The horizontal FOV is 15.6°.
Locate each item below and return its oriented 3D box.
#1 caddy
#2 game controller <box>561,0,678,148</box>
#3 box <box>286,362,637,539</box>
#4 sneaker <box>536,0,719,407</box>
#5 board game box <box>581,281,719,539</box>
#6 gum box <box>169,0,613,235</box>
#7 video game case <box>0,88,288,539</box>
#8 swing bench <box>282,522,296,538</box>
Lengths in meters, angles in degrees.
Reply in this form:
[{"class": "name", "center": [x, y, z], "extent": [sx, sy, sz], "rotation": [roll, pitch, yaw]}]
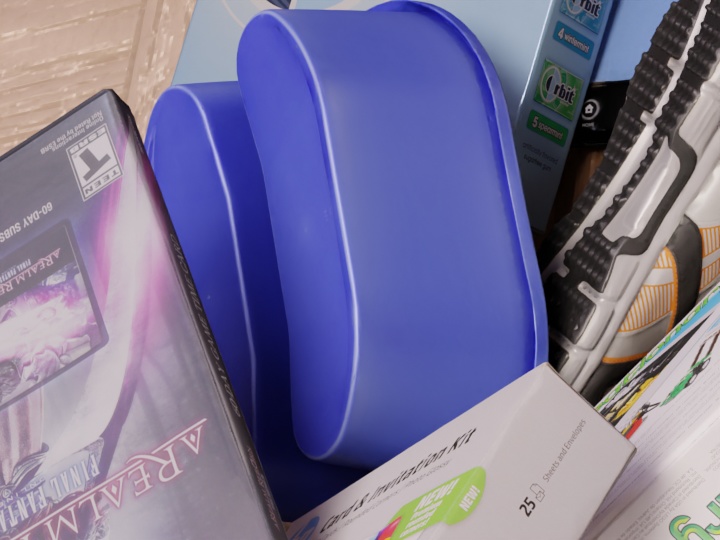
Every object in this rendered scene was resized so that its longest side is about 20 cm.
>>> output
[{"class": "caddy", "center": [0.000, 0.000, 0.934], "extent": [0.141, 0.104, 0.201], "rotation": [-32, 61, 51]}, {"class": "game controller", "center": [0.098, -0.098, 1.016], "extent": [0.199, 0.042, 0.105], "rotation": [-3, 60, 35]}, {"class": "box", "center": [-0.020, 0.129, 0.725], "extent": [0.200, 0.041, 0.156], "rotation": [-52, 8, -36]}, {"class": "sneaker", "center": [0.111, -0.003, 0.927], "extent": [0.201, 0.080, 0.074], "rotation": [-59, 23, 13]}, {"class": "board game box", "center": [0.096, 0.058, 0.812], "extent": [0.200, 0.035, 0.126], "rotation": [-47, 5, 20]}, {"class": "gum box", "center": [0.022, -0.129, 1.033], "extent": [0.169, 0.044, 0.201], "rotation": [14, 86, 36]}, {"class": "video game case", "center": [-0.105, 0.054, 0.786], "extent": [0.142, 0.019, 0.201], "rotation": [-32, 50, 11]}, {"class": "swing bench", "center": [-0.106, 0.162, 0.874], "extent": [0.199, 0.130, 0.200], "rotation": [27, 76, 1]}]
